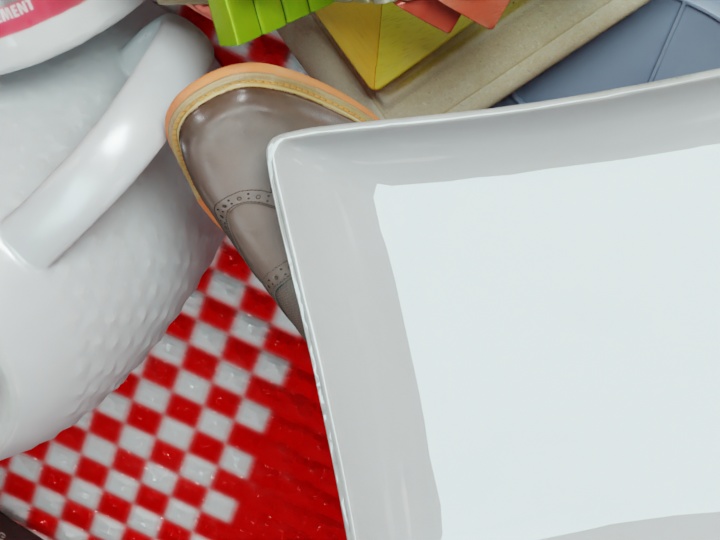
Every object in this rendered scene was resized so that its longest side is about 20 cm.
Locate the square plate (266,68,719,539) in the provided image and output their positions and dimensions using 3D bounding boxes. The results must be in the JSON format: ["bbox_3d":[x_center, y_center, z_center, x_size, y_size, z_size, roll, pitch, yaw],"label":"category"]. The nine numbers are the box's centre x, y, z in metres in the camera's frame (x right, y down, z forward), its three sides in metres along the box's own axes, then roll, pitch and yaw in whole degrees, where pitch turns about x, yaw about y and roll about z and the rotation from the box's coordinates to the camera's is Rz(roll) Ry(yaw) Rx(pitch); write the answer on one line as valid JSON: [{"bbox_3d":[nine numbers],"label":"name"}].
[{"bbox_3d":[0.083,0.029,0.855,0.200,0.028,0.199,-8,109,10],"label":"square plate"}]

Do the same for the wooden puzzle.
[{"bbox_3d":[0.017,-0.148,0.863,0.200,0.037,0.185,-32,97,38],"label":"wooden puzzle"}]

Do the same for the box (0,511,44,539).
[{"bbox_3d":[-0.236,0.208,1.169,0.200,0.164,0.166,32,130,-4],"label":"box"}]

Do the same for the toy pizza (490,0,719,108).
[{"bbox_3d":[0.096,-0.035,0.939,0.200,0.032,0.201,12,127,17],"label":"toy pizza"}]

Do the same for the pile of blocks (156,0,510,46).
[{"bbox_3d":[0.005,-0.103,0.823,0.200,0.082,0.062,-7,110,27],"label":"pile of blocks"}]

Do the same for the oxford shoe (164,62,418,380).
[{"bbox_3d":[0.000,0.000,0.898,0.071,0.073,0.200,-33,132,13],"label":"oxford shoe"}]

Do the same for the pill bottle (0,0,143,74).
[{"bbox_3d":[-0.154,-0.179,0.882,0.111,0.111,0.200,-7,122,26],"label":"pill bottle"}]

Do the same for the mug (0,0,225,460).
[{"bbox_3d":[-0.124,-0.024,0.943,0.148,0.175,0.200,41,129,-11],"label":"mug"}]
